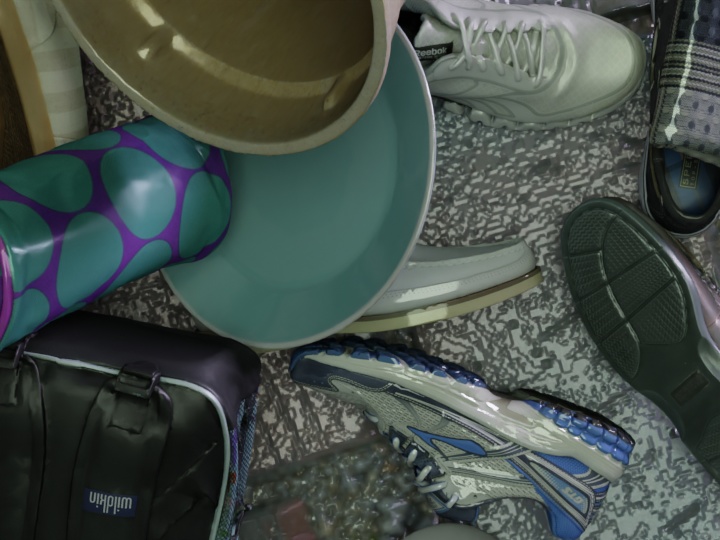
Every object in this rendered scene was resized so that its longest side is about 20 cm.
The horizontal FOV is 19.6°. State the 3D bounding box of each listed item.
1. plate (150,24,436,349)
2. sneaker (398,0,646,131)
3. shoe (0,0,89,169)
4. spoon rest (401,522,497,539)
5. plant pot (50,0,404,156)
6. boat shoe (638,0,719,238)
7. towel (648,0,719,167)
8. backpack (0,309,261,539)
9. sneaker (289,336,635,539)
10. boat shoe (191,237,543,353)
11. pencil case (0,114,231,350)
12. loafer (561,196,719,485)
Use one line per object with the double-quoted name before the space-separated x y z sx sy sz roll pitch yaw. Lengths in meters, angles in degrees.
"plate" -0.037 -0.057 1.122 0.200 0.026 0.201 -4 84 36
"sneaker" 0.063 -0.121 1.167 0.200 0.081 0.075 4 88 -2
"shoe" -0.168 -0.078 1.145 0.053 0.070 0.200 -24 124 -27
"spoon rest" 0.019 0.234 1.175 0.099 0.061 0.200 38 79 -22
"plant pot" -0.032 -0.191 1.027 0.200 0.200 0.184 40 50 0
"boat shoe" 0.192 -0.118 1.175 0.070 0.066 0.200 10 90 -1
"towel" 0.256 -0.138 1.160 0.200 0.035 0.193 14 87 -28
"backpack" -0.146 0.121 1.116 0.177 0.151 0.200 9 105 8
"sneaker" 0.049 0.097 1.169 0.200 0.077 0.085 20 93 0
"boat shoe" 0.000 0.000 1.166 0.200 0.075 0.069 -11 93 1
"pencil case" -0.148 -0.020 1.058 0.092 0.200 0.085 -41 82 35
"loafer" 0.186 0.042 1.186 0.072 0.063 0.200 -36 86 30
